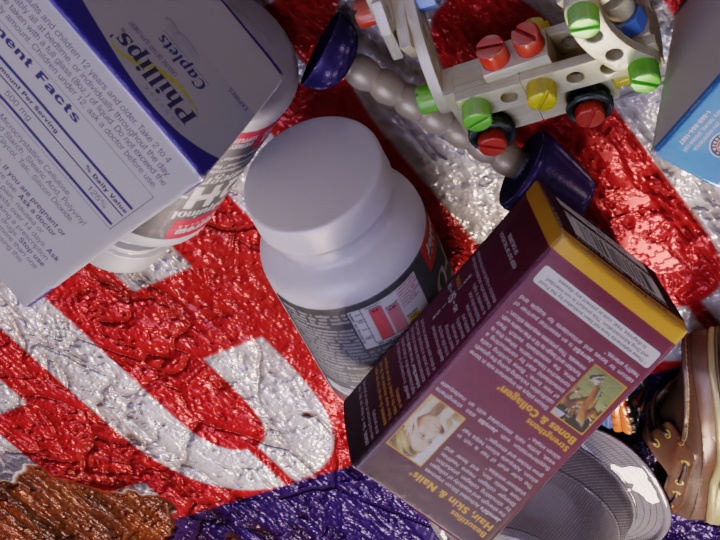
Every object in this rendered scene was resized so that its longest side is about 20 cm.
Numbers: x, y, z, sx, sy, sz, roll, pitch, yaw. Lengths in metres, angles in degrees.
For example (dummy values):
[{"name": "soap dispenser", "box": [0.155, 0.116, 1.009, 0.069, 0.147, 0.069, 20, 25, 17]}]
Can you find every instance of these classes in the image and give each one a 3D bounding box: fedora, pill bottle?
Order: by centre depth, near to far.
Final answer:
[{"name": "pill bottle", "box": [-0.129, -0.086, 1.019, 0.110, 0.111, 0.200, 28, 137, -12]}, {"name": "pill bottle", "box": [0.000, 0.000, 1.044, 0.114, 0.117, 0.201, -2, 143, 21]}, {"name": "fedora", "box": [0.129, 0.190, 1.201, 0.198, 0.091, 0.178, 8, 140, 36]}]

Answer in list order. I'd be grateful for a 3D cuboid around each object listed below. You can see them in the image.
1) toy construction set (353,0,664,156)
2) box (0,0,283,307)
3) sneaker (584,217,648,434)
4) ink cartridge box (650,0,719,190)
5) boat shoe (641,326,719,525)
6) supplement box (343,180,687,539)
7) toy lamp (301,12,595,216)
[{"name": "toy construction set", "box": [0.091, -0.137, 0.902, 0.198, 0.093, 0.131, -1, 151, 27]}, {"name": "box", "box": [-0.176, -0.109, 0.877, 0.184, 0.105, 0.199, 49, 135, -12]}, {"name": "sneaker", "box": [0.147, 0.044, 1.091, 0.078, 0.076, 0.201, 0, 134, 23]}, {"name": "ink cartridge box", "box": [0.282, -0.097, 0.855, 0.198, 0.126, 0.129, 27, 138, -10]}, {"name": "boat shoe", "box": [0.238, 0.118, 1.137, 0.067, 0.073, 0.201, 2, 138, 14]}, {"name": "supplement box", "box": [0.092, 0.062, 0.983, 0.110, 0.086, 0.200, 35, 108, -19]}, {"name": "toy lamp", "box": [0.059, -0.090, 0.991, 0.198, 0.059, 0.058, 28, 137, -11]}]
